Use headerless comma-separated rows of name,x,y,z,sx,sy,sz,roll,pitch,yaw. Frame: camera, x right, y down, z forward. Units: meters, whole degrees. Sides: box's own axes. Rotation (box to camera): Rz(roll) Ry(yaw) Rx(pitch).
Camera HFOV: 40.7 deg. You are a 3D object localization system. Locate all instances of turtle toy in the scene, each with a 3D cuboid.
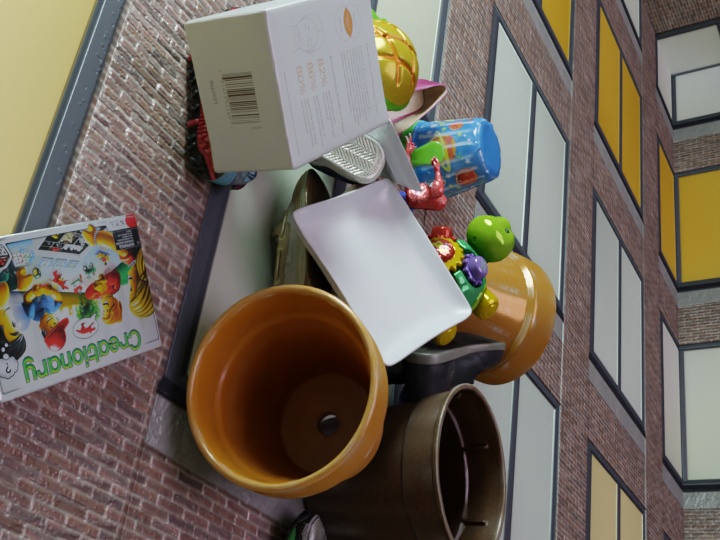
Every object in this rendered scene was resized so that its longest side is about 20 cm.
turtle toy,0.121,-0.005,1.291,0.198,0.146,0.102,-28,142,-24

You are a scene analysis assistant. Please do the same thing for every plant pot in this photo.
plant pot,0.049,0.248,1.163,0.199,0.195,0.205,26,59,-55
plant pot,-0.056,0.142,1.019,0.184,0.196,0.204,53,36,-64
plant pot,0.160,0.049,1.449,0.181,0.198,0.204,24,60,-38

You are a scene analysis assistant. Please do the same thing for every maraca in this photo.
maraca,0.030,-0.300,1.378,0.138,0.106,0.201,52,30,-21

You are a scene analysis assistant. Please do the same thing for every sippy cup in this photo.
sippy cup,0.148,-0.179,1.531,0.141,0.128,0.179,63,33,-30

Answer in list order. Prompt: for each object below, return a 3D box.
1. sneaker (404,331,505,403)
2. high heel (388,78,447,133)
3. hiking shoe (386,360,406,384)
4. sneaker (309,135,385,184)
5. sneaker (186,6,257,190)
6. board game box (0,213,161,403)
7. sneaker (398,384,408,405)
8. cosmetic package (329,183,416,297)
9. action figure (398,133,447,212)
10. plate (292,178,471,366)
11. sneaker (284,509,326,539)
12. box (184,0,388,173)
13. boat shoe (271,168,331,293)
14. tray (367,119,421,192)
sneaker,0.122,0.146,1.308,0.198,0.074,0.109,-6,104,-47
high heel,0.058,-0.226,1.415,0.200,0.094,0.069,-46,122,-55
hiking shoe,0.023,0.094,1.283,0.199,0.074,0.103,24,65,-56
sneaker,-0.065,-0.168,1.183,0.199,0.084,0.076,38,79,-9
sneaker,-0.142,-0.189,1.082,0.095,0.078,0.205,25,70,-62
board game box,-0.258,0.027,0.837,0.199,0.034,0.129,-20,100,-61
sneaker,0.087,0.250,1.362,0.078,0.069,0.205,-21,111,-77
cosmetic package,0.000,0.000,1.205,0.102,0.087,0.203,30,45,-23
action figure,0.068,-0.121,1.303,0.064,0.199,0.101,4,88,-19
plate,0.024,0.001,1.132,0.198,0.032,0.202,-24,79,-51
sneaker,-0.031,0.363,1.102,0.078,0.084,0.204,-38,115,-57
box,-0.070,-0.203,1.015,0.199,0.104,0.156,-35,120,-53
boat shoe,-0.074,-0.040,1.157,0.074,0.065,0.202,52,27,-38
tray,0.005,-0.164,1.253,0.022,0.199,0.108,-36,122,-12
